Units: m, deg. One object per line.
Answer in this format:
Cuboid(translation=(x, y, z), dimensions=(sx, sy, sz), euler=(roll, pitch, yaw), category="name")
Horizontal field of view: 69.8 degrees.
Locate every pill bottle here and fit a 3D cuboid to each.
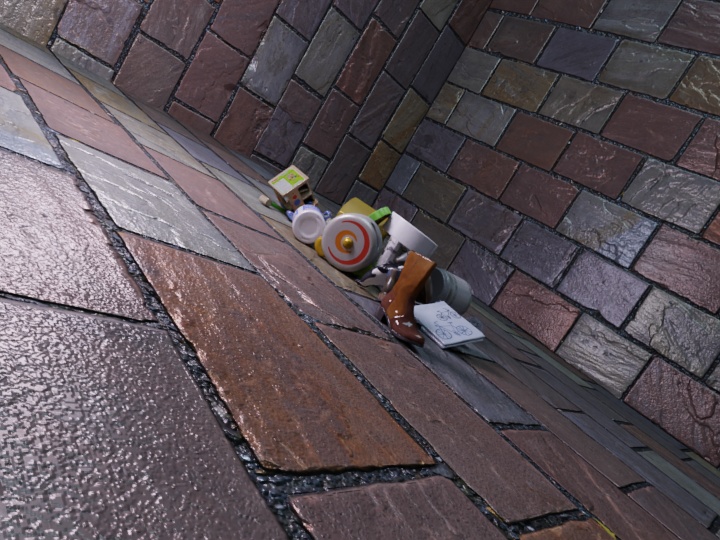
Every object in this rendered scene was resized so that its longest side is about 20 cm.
Cuboid(translation=(-0.179, -0.165, 1.775), dimensions=(0.111, 0.113, 0.200), euler=(30, 9, -13), category="pill bottle")

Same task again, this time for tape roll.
Cuboid(translation=(0.173, -0.118, 1.795), dimensions=(0.202, 0.071, 0.202), euler=(37, 6, -5), category="tape roll")

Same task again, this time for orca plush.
Cuboid(translation=(0.079, 0.010, 1.529), dimensions=(0.105, 0.071, 0.199), euler=(41, -36, -17), category="orca plush")

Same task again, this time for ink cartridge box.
Cuboid(translation=(0.135, -0.058, 1.984), dimensions=(0.083, 0.201, 0.146), euler=(30, 8, -13), category="ink cartridge box")

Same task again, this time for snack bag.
Cuboid(translation=(0.248, 0.159, 1.553), dimensions=(0.187, 0.022, 0.200), euler=(-5, 34, -38), category="snack bag")

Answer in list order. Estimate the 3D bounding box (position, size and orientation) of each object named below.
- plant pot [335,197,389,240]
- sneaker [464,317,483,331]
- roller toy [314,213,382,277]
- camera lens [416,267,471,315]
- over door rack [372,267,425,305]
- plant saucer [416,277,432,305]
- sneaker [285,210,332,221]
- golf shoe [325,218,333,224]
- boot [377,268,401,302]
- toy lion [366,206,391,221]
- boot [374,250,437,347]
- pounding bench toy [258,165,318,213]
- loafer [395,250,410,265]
Cuboid(translation=(-0.024, -0.149, 2.032), dimensions=(0.199, 0.201, 0.176), euler=(34, 22, 15), category="plant pot")
Cuboid(translation=(0.296, 0.194, 1.645), dimensions=(0.198, 0.082, 0.071), euler=(7, 51, -28), category="sneaker")
Cuboid(translation=(-0.029, -0.092, 1.644), dimensions=(0.199, 0.184, 0.140), euler=(32, 11, 8), category="roller toy")
Cuboid(translation=(0.312, 0.085, 1.944), dimensions=(0.199, 0.161, 0.160), euler=(24, 11, -42), category="camera lens")
Cuboid(translation=(0.133, 0.060, 1.767), dimensions=(0.199, 0.067, 0.148), euler=(28, 10, -23), category="over door rack")
Cuboid(translation=(0.214, 0.036, 1.816), dimensions=(0.036, 0.203, 0.201), euler=(-11, 19, -9), category="plant saucer")
Cuboid(translation=(-0.198, -0.212, 2.005), dimensions=(0.198, 0.079, 0.075), euler=(7, 14, -30), category="sneaker")
Cuboid(translation=(-0.091, -0.102, 1.847), dimensions=(0.097, 0.078, 0.201), euler=(46, 16, -42), category="golf shoe")
Cuboid(translation=(0.101, 0.060, 1.462), dimensions=(0.074, 0.098, 0.200), euler=(16, -8, 13), category="boot")
Cuboid(translation=(0.023, -0.156, 1.798), dimensions=(0.069, 0.191, 0.200), euler=(57, 6, 3), category="toy lion")
Cuboid(translation=(0.139, 0.069, 1.280), dimensions=(0.068, 0.201, 0.188), euler=(25, 10, -33), category="boot")
Cuboid(translation=(-0.289, -0.278, 2.032), dimensions=(0.124, 0.199, 0.157), euler=(41, -19, 38), category="pounding bench toy")
Cuboid(translation=(0.152, -0.005, 1.770), dimensions=(0.201, 0.062, 0.073), euler=(78, -2, -63), category="loafer")
